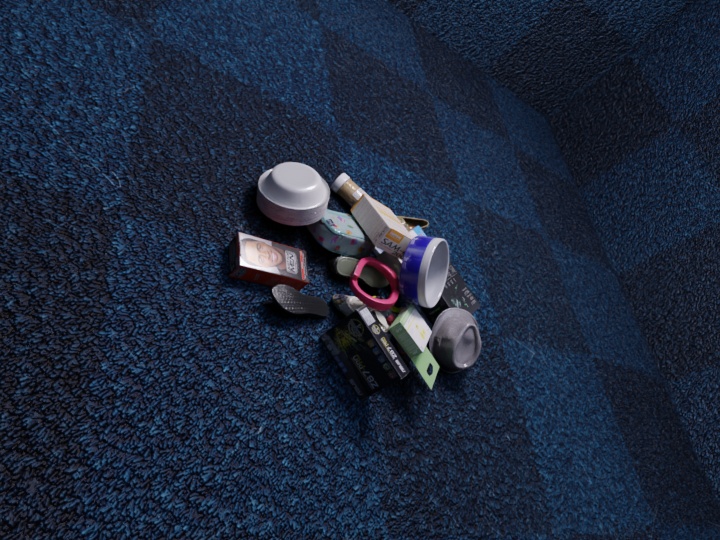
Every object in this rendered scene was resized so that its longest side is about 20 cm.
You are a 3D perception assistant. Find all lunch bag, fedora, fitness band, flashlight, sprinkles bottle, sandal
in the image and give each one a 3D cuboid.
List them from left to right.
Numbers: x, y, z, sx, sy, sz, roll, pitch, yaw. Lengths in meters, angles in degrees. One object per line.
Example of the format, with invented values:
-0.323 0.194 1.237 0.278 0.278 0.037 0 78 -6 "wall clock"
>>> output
-0.161 0.092 1.350 0.200 0.048 0.075 24 43 -48 "sandal"
-0.058 -0.116 1.555 0.200 0.077 0.160 14 31 -40 "lunch bag"
-0.003 -0.227 1.711 0.200 0.068 0.068 43 39 1 "sprinkles bottle"
0.042 0.036 1.460 0.144 0.037 0.200 35 30 -5 "fitness band"
0.098 0.167 1.483 0.068 0.068 0.200 -47 112 -26 "flashlight"
0.304 0.217 1.592 0.177 0.090 0.200 22 85 -21 "fedora"

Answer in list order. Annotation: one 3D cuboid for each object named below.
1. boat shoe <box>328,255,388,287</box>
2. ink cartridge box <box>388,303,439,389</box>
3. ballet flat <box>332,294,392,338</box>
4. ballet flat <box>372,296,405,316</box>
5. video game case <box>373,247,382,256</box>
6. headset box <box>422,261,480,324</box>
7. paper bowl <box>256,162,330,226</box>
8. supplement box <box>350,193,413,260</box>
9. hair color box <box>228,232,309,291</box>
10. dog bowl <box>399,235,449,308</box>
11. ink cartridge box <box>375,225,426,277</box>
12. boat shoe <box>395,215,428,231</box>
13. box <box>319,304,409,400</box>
0.000 0.000 1.555 0.201 0.061 0.072 19 87 -35 "boat shoe"
0.166 0.204 1.438 0.200 0.048 0.146 54 24 -3 "ink cartridge box"
0.011 0.116 1.427 0.200 0.072 0.072 42 36 15 "ballet flat"
0.106 0.129 1.563 0.200 0.067 0.067 27 37 -26 "ballet flat"
0.105 -0.080 1.759 0.200 0.023 0.182 48 39 -6 "video game case"
0.287 0.094 1.743 0.200 0.093 0.174 55 38 4 "headset box"
-0.185 -0.224 1.462 0.200 0.104 0.201 10 43 -9 "paper bowl"
0.066 -0.130 1.564 0.126 0.074 0.200 26 22 -38 "supplement box"
-0.233 -0.018 1.345 0.200 0.061 0.102 15 52 -36 "hair color box"
0.184 0.002 1.503 0.200 0.079 0.200 -39 135 -54 "dog bowl"
0.160 -0.036 1.690 0.146 0.086 0.200 53 43 1 "ink cartridge box"
0.151 -0.157 1.794 0.200 0.063 0.073 -5 65 -46 "boat shoe"
0.008 0.208 1.324 0.049 0.161 0.200 -27 82 -50 "box"
